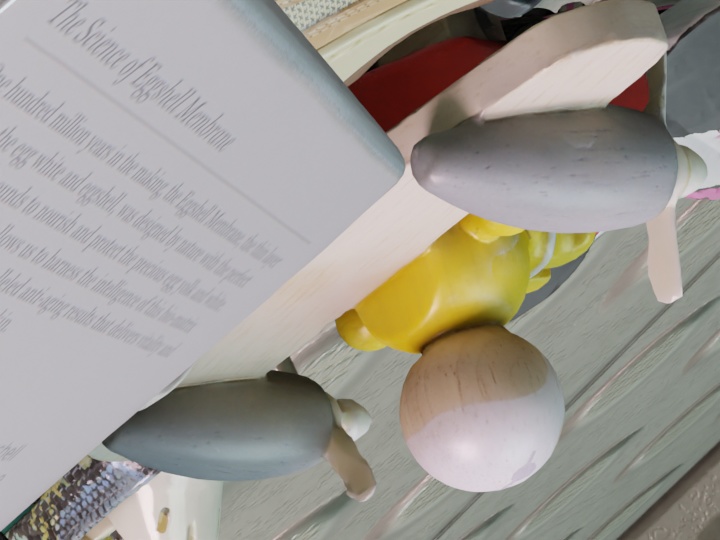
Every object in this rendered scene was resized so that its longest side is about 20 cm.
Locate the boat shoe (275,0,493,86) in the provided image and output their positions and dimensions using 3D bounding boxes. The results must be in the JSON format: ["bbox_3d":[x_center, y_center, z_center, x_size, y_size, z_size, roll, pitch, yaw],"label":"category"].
[{"bbox_3d":[0.015,-0.101,0.649,0.200,0.072,0.076,-39,152,-15],"label":"boat shoe"}]

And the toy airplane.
[{"bbox_3d":[0.000,0.000,0.757,0.199,0.141,0.200,-32,175,2],"label":"toy airplane"}]

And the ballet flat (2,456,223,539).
[{"bbox_3d":[-0.089,0.095,1.011,0.200,0.074,0.074,-48,166,29],"label":"ballet flat"}]

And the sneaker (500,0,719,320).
[{"bbox_3d":[0.073,-0.062,0.921,0.200,0.086,0.080,-27,134,-19],"label":"sneaker"}]

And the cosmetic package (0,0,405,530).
[{"bbox_3d":[-0.117,-0.008,0.412,0.200,0.123,0.199,-40,168,2],"label":"cosmetic package"}]

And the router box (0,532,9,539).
[{"bbox_3d":[-0.134,0.149,0.792,0.149,0.200,0.051,-38,125,-13],"label":"router box"}]

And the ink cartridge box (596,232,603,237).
[{"bbox_3d":[0.132,-0.075,1.117,0.198,0.043,0.200,-40,180,-3],"label":"ink cartridge box"}]
